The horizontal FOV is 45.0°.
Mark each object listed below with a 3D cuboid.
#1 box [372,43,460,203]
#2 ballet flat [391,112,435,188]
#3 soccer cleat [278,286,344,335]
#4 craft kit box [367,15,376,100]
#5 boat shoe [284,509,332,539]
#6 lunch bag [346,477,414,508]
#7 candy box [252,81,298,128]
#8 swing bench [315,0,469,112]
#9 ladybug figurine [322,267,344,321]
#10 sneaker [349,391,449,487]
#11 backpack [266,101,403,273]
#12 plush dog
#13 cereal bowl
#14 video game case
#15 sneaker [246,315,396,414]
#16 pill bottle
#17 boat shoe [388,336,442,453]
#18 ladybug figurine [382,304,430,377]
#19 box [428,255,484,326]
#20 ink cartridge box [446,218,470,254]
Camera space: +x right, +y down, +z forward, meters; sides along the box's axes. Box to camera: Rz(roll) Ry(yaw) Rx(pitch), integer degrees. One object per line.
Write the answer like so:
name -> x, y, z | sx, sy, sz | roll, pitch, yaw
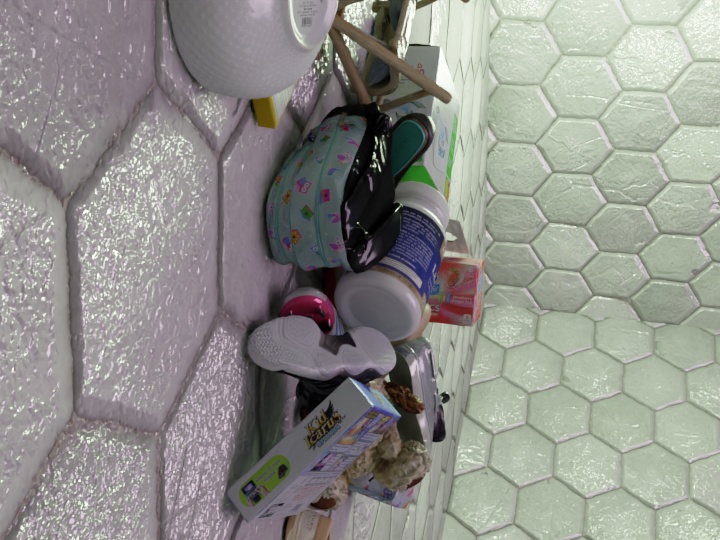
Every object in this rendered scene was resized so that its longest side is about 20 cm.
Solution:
box -> 0.080, -0.209, 1.293 | 0.200, 0.095, 0.180 | 43, 55, -70
ballet flat -> 0.028, -0.129, 1.128 | 0.068, 0.199, 0.068 | 50, 31, -2
soccer cleat -> -0.061, 0.060, 1.077 | 0.201, 0.069, 0.088 | 76, 6, -58
craft kit box -> 0.043, -0.270, 1.409 | 0.198, 0.048, 0.204 | 66, 32, -70
boat shoe -> -0.059, 0.408, 1.194 | 0.074, 0.068, 0.203 | -68, 159, -50
lunch bag -> 0.049, 0.294, 1.502 | 0.170, 0.125, 0.203 | 56, 53, -70
candy box -> -0.094, -0.251, 0.853 | 0.202, 0.026, 0.103 | 81, 23, -47
swing bench -> 0.027, -0.329, 1.093 | 0.200, 0.128, 0.202 | 42, 50, -37
ladybug figurine -> 0.000, 0.000, 1.235 | 0.201, 0.071, 0.137 | -59, 135, -49
sneaker -> 0.066, 0.264, 1.367 | 0.202, 0.113, 0.076 | -61, -147, 14
backpack -> -0.027, -0.081, 1.005 | 0.201, 0.124, 0.169 | -67, 147, -50
plush dog -> -0.005, 0.213, 1.203 | 0.161, 0.196, 0.174 | -119, -152, -47
cereal bowl -> -0.073, -0.244, 0.743 | 0.200, 0.082, 0.204 | 14, 90, -69
video game case -> -0.045, 0.208, 1.001 | 0.181, 0.046, 0.200 | -42, 163, 0
sneaker -> -0.059, 0.117, 1.000 | 0.114, 0.198, 0.076 | -48, -130, 34
pill bottle -> 0.048, -0.017, 1.133 | 0.117, 0.114, 0.202 | 83, 24, -45
boat shoe -> 0.088, 0.187, 1.255 | 0.071, 0.070, 0.204 | -28, 125, -31
ladybug figurine -> 0.037, 0.105, 1.337 | 0.136, 0.072, 0.201 | -50, 178, -42
box -> 0.099, 0.024, 1.433 | 0.095, 0.196, 0.105 | -24, 118, -73
ink cartridge box -> 0.082, -0.078, 1.365 | 0.200, 0.173, 0.046 | 50, 48, -73
